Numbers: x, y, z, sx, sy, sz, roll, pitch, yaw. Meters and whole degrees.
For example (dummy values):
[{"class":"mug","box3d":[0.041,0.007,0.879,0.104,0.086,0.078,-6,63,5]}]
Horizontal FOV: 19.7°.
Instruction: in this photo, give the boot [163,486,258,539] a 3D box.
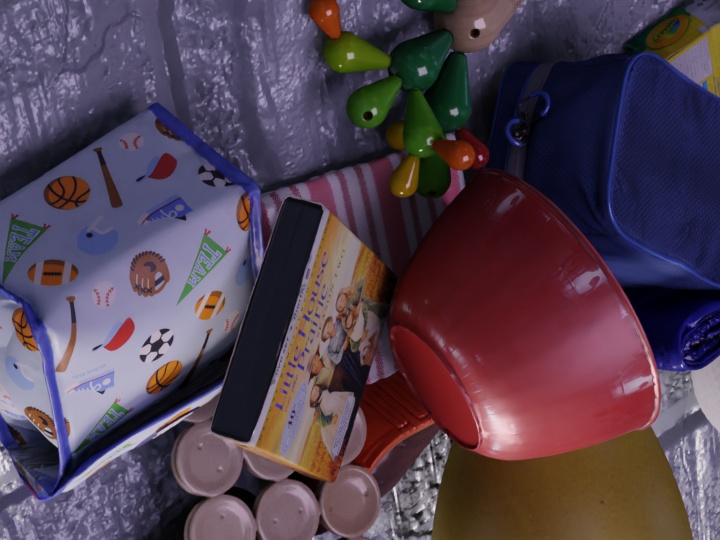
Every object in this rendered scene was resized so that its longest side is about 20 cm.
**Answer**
[{"class":"boot","box3d":[-0.134,0.246,1.416,0.199,0.068,0.131,-30,137,-25]}]

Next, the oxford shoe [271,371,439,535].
[{"class":"oxford shoe","box3d":[0.019,0.110,1.483,0.200,0.071,0.073,-41,153,-8]}]

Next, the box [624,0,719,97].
[{"class":"box","box3d":[0.291,-0.168,1.575,0.199,0.048,0.118,-33,132,-21]}]

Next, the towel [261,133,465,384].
[{"class":"towel","box3d":[0.000,0.000,1.394,0.199,0.030,0.147,-21,108,-34]}]

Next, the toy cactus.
[{"class":"toy cactus","box3d":[0.053,-0.147,1.339,0.165,0.102,0.201,-43,124,-33]}]

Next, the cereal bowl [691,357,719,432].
[{"class":"cereal bowl","box3d":[0.345,0.048,1.727,0.199,0.083,0.201,-23,128,-33]}]

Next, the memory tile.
[{"class":"memory tile","box3d":[-0.056,0.140,1.386,0.153,0.017,0.201,-11,93,-32]}]

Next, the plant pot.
[{"class":"plant pot","box3d":[0.145,0.148,1.542,0.199,0.199,0.143,-8,94,-40]}]

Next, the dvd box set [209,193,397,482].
[{"class":"dvd box set","box3d":[-0.030,0.047,1.269,0.200,0.029,0.147,44,62,-72]}]

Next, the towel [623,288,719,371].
[{"class":"towel","box3d":[0.215,0.030,1.521,0.147,0.200,0.050,-18,100,-35]}]

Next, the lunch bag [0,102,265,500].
[{"class":"lunch bag","box3d":[-0.142,0.035,1.239,0.170,0.124,0.201,-32,146,-26]}]

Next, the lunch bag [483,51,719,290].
[{"class":"lunch bag","box3d":[0.171,-0.068,1.451,0.200,0.132,0.137,26,70,-43]}]

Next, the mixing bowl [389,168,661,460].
[{"class":"mixing bowl","box3d":[0.089,0.046,1.339,0.108,0.200,0.201,-33,133,-17]}]
